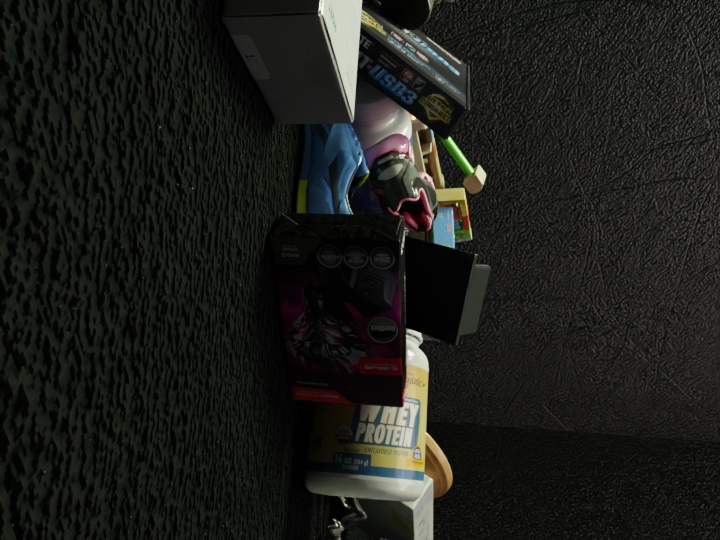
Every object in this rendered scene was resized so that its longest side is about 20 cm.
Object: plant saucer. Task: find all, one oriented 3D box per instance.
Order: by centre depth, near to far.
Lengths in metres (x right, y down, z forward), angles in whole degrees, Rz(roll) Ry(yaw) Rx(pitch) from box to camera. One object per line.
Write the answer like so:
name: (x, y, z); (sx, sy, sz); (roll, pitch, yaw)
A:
plant saucer: (0.049, 0.280, 0.984); (0.037, 0.197, 0.203); (-43, 145, -32)

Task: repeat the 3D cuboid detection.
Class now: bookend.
bookend: (0.075, 0.006, 0.759); (0.197, 0.196, 0.095); (1, 103, -56)

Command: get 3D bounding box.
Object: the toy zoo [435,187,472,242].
toy zoo: (0.106, -0.083, 1.013); (0.200, 0.127, 0.021); (55, 30, -68)

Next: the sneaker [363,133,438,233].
sneaker: (0.060, -0.078, 0.770); (0.097, 0.078, 0.200); (63, 11, 22)

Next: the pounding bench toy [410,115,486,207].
pounding bench toy: (0.097, -0.194, 1.039); (0.125, 0.194, 0.160); (-72, 150, -62)

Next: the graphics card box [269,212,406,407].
graphics card box: (-0.015, 0.044, 0.635); (0.051, 0.122, 0.205); (-72, 163, -57)

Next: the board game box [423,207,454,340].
board game box: (0.120, 0.013, 1.020); (0.201, 0.035, 0.156); (91, -1, -71)

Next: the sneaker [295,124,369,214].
sneaker: (-0.024, -0.134, 0.702); (0.066, 0.076, 0.206); (57, 34, -72)

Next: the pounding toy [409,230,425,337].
pounding toy: (0.033, 0.051, 1.037); (0.184, 0.138, 0.206); (91, -1, -76)

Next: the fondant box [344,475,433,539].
fondant box: (0.039, 0.355, 0.990); (0.058, 0.142, 0.203); (-45, 146, -32)

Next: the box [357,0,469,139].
box: (0.041, -0.258, 0.759); (0.050, 0.198, 0.200); (-51, -170, 30)

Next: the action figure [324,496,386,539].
action figure: (-0.008, 0.367, 0.844); (0.119, 0.099, 0.206); (106, -14, -77)

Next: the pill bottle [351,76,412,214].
pill bottle: (0.015, -0.157, 0.846); (0.203, 0.109, 0.114); (82, 13, -49)

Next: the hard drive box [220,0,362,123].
hard drive box: (-0.044, -0.251, 0.533); (0.156, 0.074, 0.206); (63, 29, -73)

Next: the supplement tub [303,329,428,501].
supplement tub: (0.010, 0.163, 0.767); (0.145, 0.140, 0.206); (67, 26, -71)

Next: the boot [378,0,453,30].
boot: (0.040, -0.392, 0.787); (0.200, 0.069, 0.176); (47, 39, -18)
